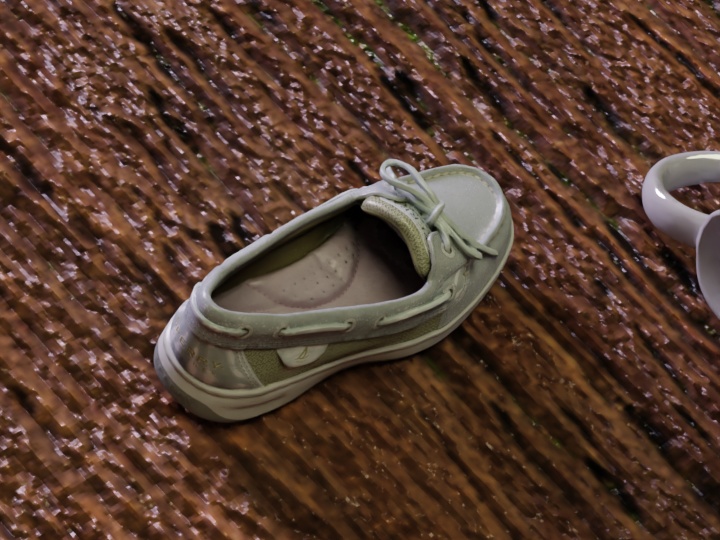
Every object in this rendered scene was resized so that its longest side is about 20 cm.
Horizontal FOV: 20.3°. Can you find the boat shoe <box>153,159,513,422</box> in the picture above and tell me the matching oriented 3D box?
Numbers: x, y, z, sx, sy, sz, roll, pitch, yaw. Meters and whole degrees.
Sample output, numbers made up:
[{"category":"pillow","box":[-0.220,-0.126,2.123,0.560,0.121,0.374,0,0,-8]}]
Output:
[{"category":"boat shoe","box":[-0.002,-0.001,0.883,0.202,0.065,0.074,-24,65,-36]}]

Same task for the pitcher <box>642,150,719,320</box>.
[{"category":"pitcher","box":[0.255,-0.024,0.989,0.199,0.122,0.172,-16,44,-20]}]
